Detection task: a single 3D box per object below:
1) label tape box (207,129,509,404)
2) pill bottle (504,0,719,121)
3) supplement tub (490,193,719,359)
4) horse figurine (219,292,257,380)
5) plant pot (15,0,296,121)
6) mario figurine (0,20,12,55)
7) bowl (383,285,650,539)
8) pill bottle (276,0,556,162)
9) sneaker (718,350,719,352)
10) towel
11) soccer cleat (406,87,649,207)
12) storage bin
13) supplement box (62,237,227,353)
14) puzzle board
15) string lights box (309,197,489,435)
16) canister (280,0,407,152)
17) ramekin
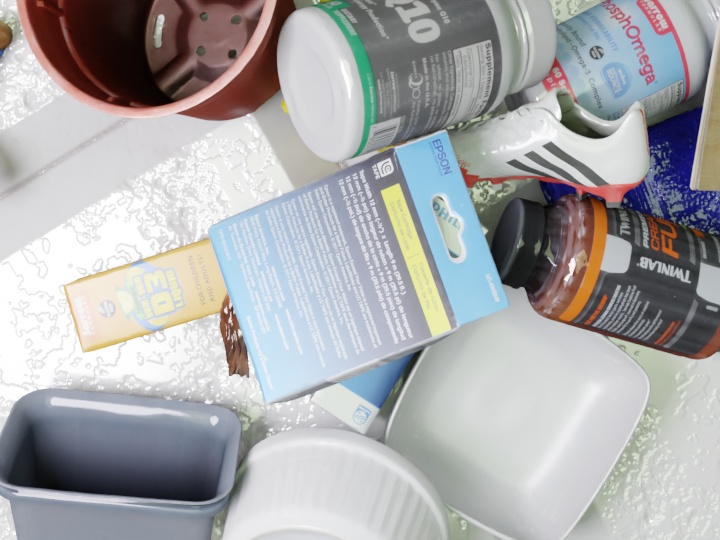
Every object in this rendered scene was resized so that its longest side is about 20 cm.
[{"bbox_3d":[0.000,0.000,0.833,0.197,0.066,0.146,-22,80,7],"label":"label tape box"},{"bbox_3d":[0.226,-0.180,0.943,0.198,0.109,0.110,-27,95,-1],"label":"pill bottle"},{"bbox_3d":[0.209,0.001,0.904,0.197,0.107,0.109,15,93,-11],"label":"supplement tub"},{"bbox_3d":[-0.044,0.014,0.899,0.198,0.050,0.134,-28,75,13],"label":"horse figurine"},{"bbox_3d":[-0.137,-0.208,0.866,0.197,0.195,0.205,0,89,9],"label":"plant pot"},{"bbox_3d":[-0.361,-0.126,0.916,0.122,0.106,0.204,14,85,30],"label":"mario figurine"},{"bbox_3d":[0.133,0.123,0.978,0.198,0.075,0.202,31,92,-6],"label":"bowl"},{"bbox_3d":[0.045,-0.163,0.832,0.198,0.113,0.115,-21,96,-27],"label":"pill bottle"},{"bbox_3d":[0.398,0.096,0.991,0.196,0.071,0.081,15,89,-5],"label":"sneaker"},{"bbox_3d":[0.273,-0.055,0.985,0.197,0.050,0.150,-21,96,-1],"label":"towel"},{"bbox_3d":[0.132,-0.106,0.872,0.196,0.069,0.087,10,123,19],"label":"soccer cleat"},{"bbox_3d":[-0.207,0.194,0.946,0.196,0.146,0.136,6,121,-4],"label":"storage bin"},{"bbox_3d":[-0.155,0.012,0.959,0.197,0.069,0.068,-18,95,0],"label":"supplement box"},{"bbox_3d":[0.363,-0.145,0.945,0.197,0.017,0.154,-3,105,-34],"label":"puzzle board"},{"bbox_3d":[0.030,0.033,0.951,0.058,0.103,0.202,31,92,-4],"label":"string lights box"},{"bbox_3d":[0.029,-0.207,0.939,0.146,0.087,0.203,20,95,-12],"label":"canister"},{"bbox_3d":[-0.027,0.240,0.924,0.198,0.095,0.205,6,124,10],"label":"ramekin"}]
